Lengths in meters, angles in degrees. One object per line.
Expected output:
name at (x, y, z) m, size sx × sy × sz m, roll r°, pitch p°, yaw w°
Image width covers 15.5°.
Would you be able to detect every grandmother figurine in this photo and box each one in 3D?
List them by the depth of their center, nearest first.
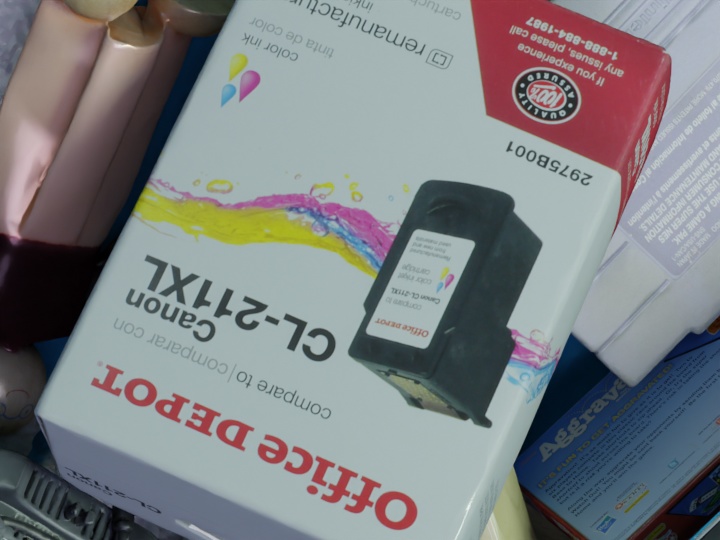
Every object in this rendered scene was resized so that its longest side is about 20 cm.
grandmother figurine at (-0.116, -0.015, 0.949) m, size 0.121 × 0.061 × 0.200 m, roll 11°, pitch 114°, yaw -24°

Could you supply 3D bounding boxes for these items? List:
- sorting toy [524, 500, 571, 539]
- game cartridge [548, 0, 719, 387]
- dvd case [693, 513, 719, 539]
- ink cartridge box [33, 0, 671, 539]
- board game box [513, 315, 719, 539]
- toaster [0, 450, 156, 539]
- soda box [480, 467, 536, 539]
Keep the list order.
sorting toy at (0.006, 0.174, 1.029) m, size 0.200 × 0.070 × 0.199 m, roll 28°, pitch 82°, yaw -21°
game cartridge at (0.125, -0.068, 0.964) m, size 0.130 × 0.038 × 0.200 m, roll 42°, pitch 100°, yaw -11°
dvd case at (0.154, 0.082, 0.946) m, size 0.200 × 0.150 × 0.025 m, roll -45°, pitch 78°, yaw 3°
ink cartridge box at (0.000, 0.000, 0.886) m, size 0.145 × 0.083 × 0.200 m, roll 23°, pitch 73°, yaw 7°
board game box at (0.147, 0.028, 0.971) m, size 0.200 × 0.103 × 0.019 m, roll -42°, pitch 114°, yaw -5°
toaster at (-0.148, 0.153, 0.926) m, size 0.114 × 0.200 × 0.129 m, roll 34°, pitch 142°, yaw -23°
soda box at (0.048, 0.163, 0.961) m, size 0.064 × 0.068 × 0.201 m, roll -16°, pitch 100°, yaw 13°
